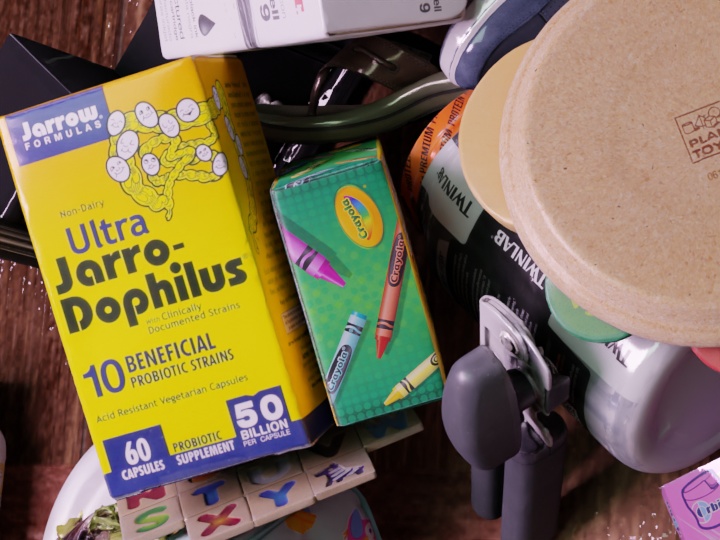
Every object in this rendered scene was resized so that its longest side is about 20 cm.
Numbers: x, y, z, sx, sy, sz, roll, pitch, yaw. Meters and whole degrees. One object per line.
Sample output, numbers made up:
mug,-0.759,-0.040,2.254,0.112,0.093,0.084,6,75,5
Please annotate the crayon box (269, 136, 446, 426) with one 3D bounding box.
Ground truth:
crayon box,0.000,0.000,1.089,0.058,0.200,0.119,-16,96,2

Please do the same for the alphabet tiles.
alphabet tiles,-0.055,0.091,1.145,0.166,0.006,0.200,-22,19,-3

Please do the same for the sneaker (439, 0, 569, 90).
sneaker,0.153,-0.106,1.035,0.202,0.077,0.146,-26,62,-10

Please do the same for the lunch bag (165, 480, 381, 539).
lunch bag,-0.059,0.201,1.097,0.077,0.200,0.161,-11,105,41

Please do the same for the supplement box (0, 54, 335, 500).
supplement box,-0.094,0.000,1.085,0.108,0.110,0.201,-17,92,10

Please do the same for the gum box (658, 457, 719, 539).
gum box,0.242,0.113,0.954,0.200,0.066,0.114,-30,74,31

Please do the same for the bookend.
bookend,-0.119,-0.095,1.221,0.092,0.198,0.200,43,106,39

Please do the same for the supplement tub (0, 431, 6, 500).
supplement tub,-0.303,0.159,1.349,0.145,0.145,0.201,-2,79,39

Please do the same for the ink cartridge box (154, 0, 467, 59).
ink cartridge box,-0.036,-0.188,1.078,0.200,0.084,0.147,4,103,62

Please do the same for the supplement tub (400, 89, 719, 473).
supplement tub,0.115,-0.003,1.060,0.200,0.122,0.123,45,108,36

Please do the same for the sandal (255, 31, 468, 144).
sandal,0.029,-0.110,1.169,0.200,0.080,0.058,-14,94,19

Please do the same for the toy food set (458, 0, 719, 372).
toy food set,0.157,-0.053,0.959,0.200,0.049,0.198,-35,68,-1

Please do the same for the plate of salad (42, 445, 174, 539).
plate of salad,-0.132,0.184,1.268,0.199,0.048,0.201,-9,75,37

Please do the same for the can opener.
can opener,0.064,0.086,1.038,0.067,0.200,0.053,-32,60,-18
